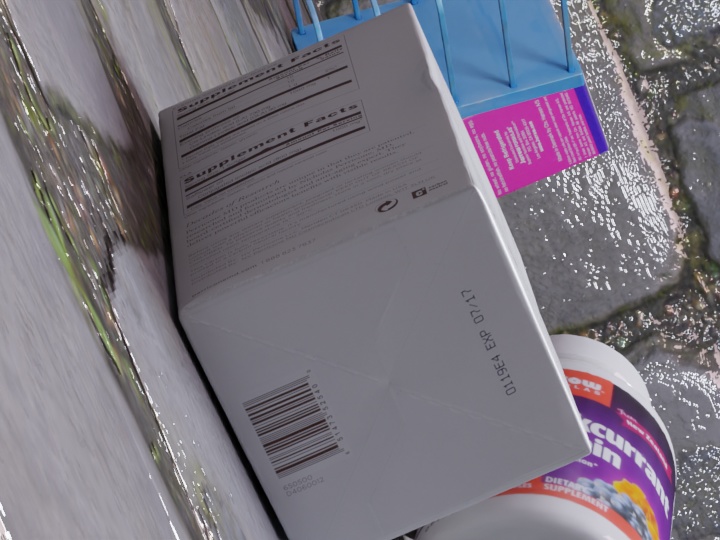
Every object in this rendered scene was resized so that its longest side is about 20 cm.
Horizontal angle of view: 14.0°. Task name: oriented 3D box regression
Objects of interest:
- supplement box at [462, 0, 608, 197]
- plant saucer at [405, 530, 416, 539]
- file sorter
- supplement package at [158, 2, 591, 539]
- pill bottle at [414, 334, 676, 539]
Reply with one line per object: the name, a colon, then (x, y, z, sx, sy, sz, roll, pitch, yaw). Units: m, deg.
supplement box: (0.080, -0.119, 2.321, 0.103, 0.200, 0.101, 65, 4, -46)
plant saucer: (0.002, 0.049, 1.430, 0.200, 0.032, 0.201, -23, 90, -87)
file sorter: (0.050, -0.201, 2.227, 0.139, 0.199, 0.123, -110, -174, -45)
supplement package: (0.000, 0.000, 1.066, 0.200, 0.109, 0.114, -104, 170, -67)
pill bottle: (0.084, 0.108, 1.310, 0.200, 0.111, 0.112, -71, 140, -64)
